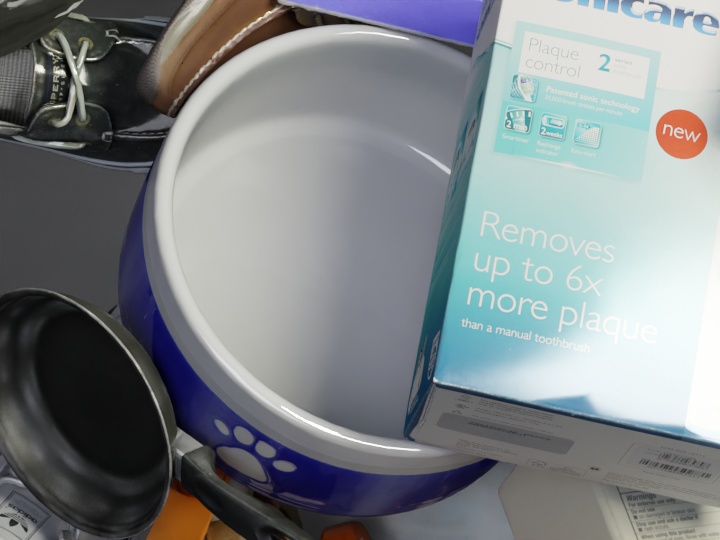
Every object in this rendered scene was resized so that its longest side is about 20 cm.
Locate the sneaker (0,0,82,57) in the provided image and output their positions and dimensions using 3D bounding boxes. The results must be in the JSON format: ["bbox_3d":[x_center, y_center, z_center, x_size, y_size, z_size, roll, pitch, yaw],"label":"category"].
[{"bbox_3d":[-0.118,-0.167,1.219,0.200,0.080,0.086,-24,76,-26],"label":"sneaker"}]

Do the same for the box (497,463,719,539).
[{"bbox_3d":[0.139,0.154,1.152,0.095,0.078,0.200,-2,58,-27],"label":"box"}]

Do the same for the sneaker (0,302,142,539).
[{"bbox_3d":[-0.128,0.090,1.240,0.075,0.115,0.200,32,97,9],"label":"sneaker"}]

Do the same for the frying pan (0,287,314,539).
[{"bbox_3d":[-0.090,0.058,1.134,0.190,0.031,0.115,1,113,42],"label":"frying pan"}]

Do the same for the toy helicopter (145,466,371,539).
[{"bbox_3d":[-0.051,0.135,1.180,0.079,0.200,0.133,-14,113,12],"label":"toy helicopter"}]

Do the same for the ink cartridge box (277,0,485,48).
[{"bbox_3d":[0.080,-0.186,1.158,0.198,0.043,0.201,12,99,-3],"label":"ink cartridge box"}]

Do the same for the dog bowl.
[{"bbox_3d":[0.000,0.000,1.178,0.200,0.079,0.201,8,62,-16],"label":"dog bowl"}]

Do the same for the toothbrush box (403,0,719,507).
[{"bbox_3d":[0.108,-0.021,1.105,0.146,0.085,0.200,13,69,-4],"label":"toothbrush box"}]

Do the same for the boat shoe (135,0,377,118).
[{"bbox_3d":[-0.014,-0.134,1.221,0.200,0.076,0.072,-44,93,-6],"label":"boat shoe"}]

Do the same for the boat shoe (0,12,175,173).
[{"bbox_3d":[-0.138,-0.082,1.262,0.199,0.071,0.072,2,91,10],"label":"boat shoe"}]
